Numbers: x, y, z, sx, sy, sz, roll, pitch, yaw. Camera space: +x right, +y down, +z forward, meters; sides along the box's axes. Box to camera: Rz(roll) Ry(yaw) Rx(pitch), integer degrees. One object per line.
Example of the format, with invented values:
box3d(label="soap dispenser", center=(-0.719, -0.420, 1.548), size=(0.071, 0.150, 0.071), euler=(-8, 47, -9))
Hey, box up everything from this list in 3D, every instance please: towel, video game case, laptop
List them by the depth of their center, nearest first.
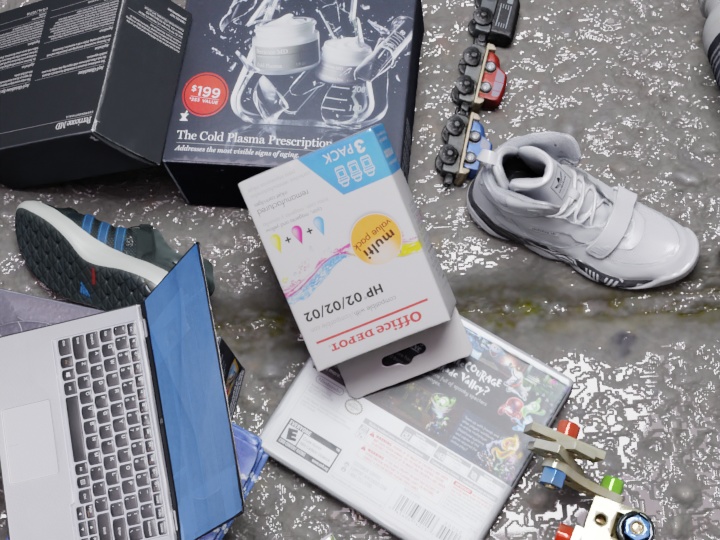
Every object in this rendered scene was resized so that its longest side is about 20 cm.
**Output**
box3d(label="laptop", center=(-0.179, 0.104, 0.942), size=(0.199, 0.116, 0.188), euler=(-13, 72, 4))
box3d(label="towel", center=(-0.174, 0.183, 0.988), size=(0.145, 0.024, 0.200), euler=(27, 78, 12))
box3d(label="video game case", center=(0.044, 0.118, 1.102), size=(0.200, 0.023, 0.182), euler=(30, 78, 15))

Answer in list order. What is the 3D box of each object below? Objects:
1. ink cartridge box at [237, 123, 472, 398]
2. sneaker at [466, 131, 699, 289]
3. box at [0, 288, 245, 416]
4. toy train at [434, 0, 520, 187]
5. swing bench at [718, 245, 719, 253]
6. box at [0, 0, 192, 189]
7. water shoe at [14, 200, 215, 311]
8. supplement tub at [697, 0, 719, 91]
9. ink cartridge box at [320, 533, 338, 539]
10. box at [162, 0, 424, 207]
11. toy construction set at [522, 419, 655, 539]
box3d(label="ink cartridge box", center=(0.000, 0.000, 1.050), size=(0.115, 0.068, 0.200), euler=(-22, 96, 11))
box3d(label="sneaker", center=(0.180, -0.048, 1.090), size=(0.200, 0.115, 0.075), euler=(20, 76, 11))
box3d(label="box", center=(-0.212, 0.106, 1.084), size=(0.199, 0.115, 0.132), euler=(12, 74, 10))
box3d(label="toy train", center=(0.106, -0.163, 1.178), size=(0.046, 0.034, 0.200), euler=(15, 74, -2))
box3d(label="swing bench", center=(0.383, 0.007, 1.007), size=(0.198, 0.200, 0.130), euler=(1, 73, 6))
box3d(label="box", center=(-0.248, -0.154, 1.140), size=(0.200, 0.079, 0.141), euler=(-4, 67, 40))
box3d(label="water shoe", center=(-0.212, -0.008, 1.152), size=(0.200, 0.072, 0.079), euler=(28, 35, 28))
box3d(label="supplement tub", center=(0.363, -0.162, 1.093), size=(0.140, 0.140, 0.200), euler=(-15, 72, 1))
box3d(label="ink cartridge box", center=(-0.065, 0.257, 0.976), size=(0.148, 0.200, 0.076), euler=(-30, 72, -4))
box3d(label="box", center=(-0.053, -0.153, 1.153), size=(0.199, 0.104, 0.183), euler=(3, 72, 7))
box3d(label="toy construction set", center=(0.150, 0.218, 1.030), size=(0.131, 0.092, 0.200), euler=(18, 86, 11))
